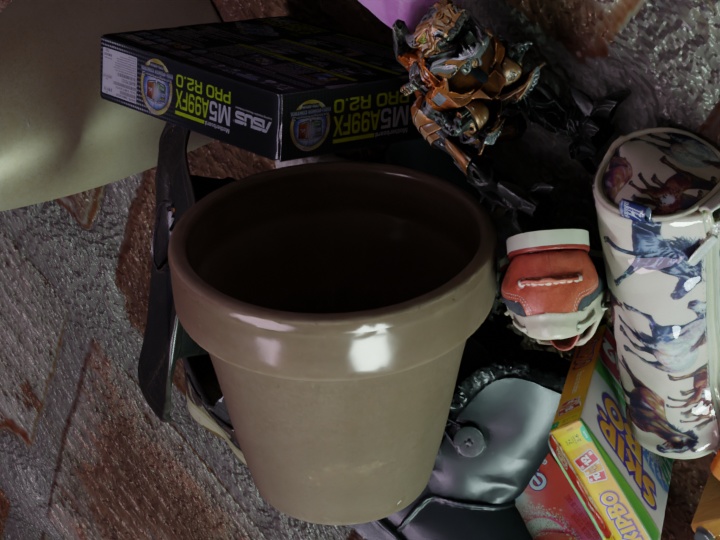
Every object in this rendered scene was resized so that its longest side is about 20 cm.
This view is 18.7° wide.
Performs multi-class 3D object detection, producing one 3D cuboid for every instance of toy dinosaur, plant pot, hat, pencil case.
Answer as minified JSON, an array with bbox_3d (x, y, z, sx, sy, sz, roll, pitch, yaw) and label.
[{"bbox_3d":[0.078,-0.097,1.304,0.135,0.103,0.200,34,-173,15],"label":"toy dinosaur"},{"bbox_3d":[-0.223,-0.132,1.642,0.187,0.200,0.188,38,150,28],"label":"plant pot"},{"bbox_3d":[-0.096,0.001,1.442,0.200,0.080,0.203,-176,90,-76],"label":"hat"},{"bbox_3d":[-0.015,0.052,1.335,0.200,0.199,0.176,29,132,40],"label":"plant pot"},{"bbox_3d":[0.187,0.019,1.288,0.089,0.077,0.201,48,157,50],"label":"pencil case"}]

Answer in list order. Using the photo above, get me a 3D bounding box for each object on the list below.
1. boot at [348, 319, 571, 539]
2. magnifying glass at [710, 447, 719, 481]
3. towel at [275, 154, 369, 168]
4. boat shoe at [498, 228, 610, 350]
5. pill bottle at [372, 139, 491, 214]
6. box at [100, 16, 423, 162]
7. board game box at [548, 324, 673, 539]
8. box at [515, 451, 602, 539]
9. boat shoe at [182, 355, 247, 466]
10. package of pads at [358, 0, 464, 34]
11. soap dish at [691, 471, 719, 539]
[{"bbox_3d":[0.099,0.142,1.412,0.200,0.076,0.169,38,108,15],"label":"boot"},{"bbox_3d":[0.246,0.051,1.240,0.080,0.022,0.201,42,137,24],"label":"magnifying glass"},{"bbox_3d":[0.006,0.002,1.609,0.132,0.034,0.201,17,134,49],"label":"towel"},{"bbox_3d":[0.120,0.017,1.324,0.200,0.071,0.063,39,-136,-81],"label":"boat shoe"},{"bbox_3d":[0.000,0.000,1.481,0.112,0.112,0.200,50,132,8],"label":"pill bottle"},{"bbox_3d":[-0.051,-0.122,1.419,0.199,0.159,0.045,22,115,46],"label":"box"},{"bbox_3d":[0.157,0.108,1.350,0.030,0.200,0.096,-28,99,21],"label":"board game box"},{"bbox_3d":[0.095,0.131,1.506,0.200,0.095,0.103,52,-164,4],"label":"box"},{"bbox_3d":[-0.094,0.116,1.856,0.199,0.073,0.065,20,143,48],"label":"boat shoe"},{"bbox_3d":[0.019,-0.242,1.266,0.120,0.076,0.201,40,150,21],"label":"package of pads"},{"bbox_3d":[0.297,0.191,1.304,0.201,0.081,0.157,56,153,-1],"label":"soap dish"}]
